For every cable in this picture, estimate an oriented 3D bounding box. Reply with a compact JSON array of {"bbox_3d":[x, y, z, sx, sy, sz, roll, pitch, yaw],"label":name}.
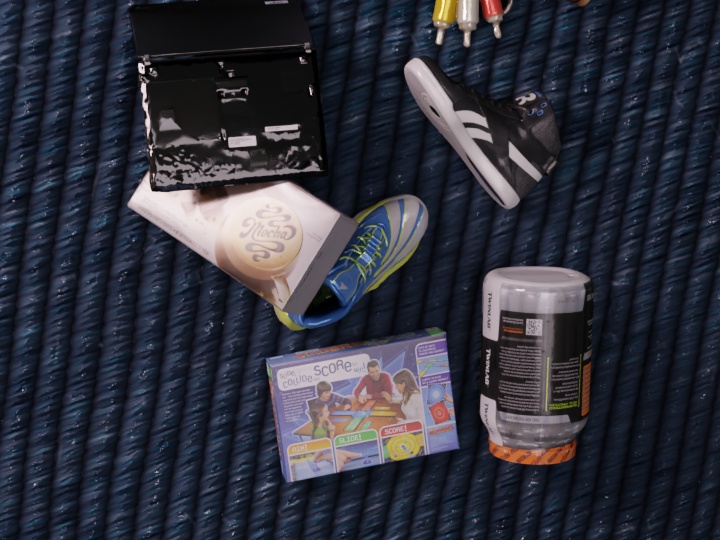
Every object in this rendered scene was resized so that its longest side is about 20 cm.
[{"bbox_3d":[0.115,-0.338,1.490,0.096,0.050,0.202,-8,103,-12],"label":"cable"}]

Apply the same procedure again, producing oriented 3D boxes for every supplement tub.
[{"bbox_3d":[0.191,0.102,1.550,0.122,0.123,0.202,-1,100,-12],"label":"supplement tub"}]

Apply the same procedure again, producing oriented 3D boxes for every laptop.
[{"bbox_3d":[-0.134,-0.181,1.416,0.176,0.103,0.202,-6,89,-11],"label":"laptop"}]

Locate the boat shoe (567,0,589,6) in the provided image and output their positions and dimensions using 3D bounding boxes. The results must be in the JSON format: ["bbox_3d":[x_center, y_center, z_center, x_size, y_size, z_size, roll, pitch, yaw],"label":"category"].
[{"bbox_3d":[0.233,-0.384,1.499,0.070,0.070,0.201,13,89,-21],"label":"boat shoe"}]

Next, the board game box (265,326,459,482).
[{"bbox_3d":[0.004,0.146,1.561,0.198,0.034,0.136,-9,101,-11],"label":"board game box"}]

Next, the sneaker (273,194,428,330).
[{"bbox_3d":[0.000,0.000,1.498,0.200,0.105,0.076,-41,107,-2],"label":"sneaker"}]

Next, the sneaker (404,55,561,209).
[{"bbox_3d":[0.139,-0.174,1.521,0.112,0.073,0.200,-42,114,-6],"label":"sneaker"}]

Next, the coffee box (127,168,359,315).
[{"bbox_3d":[-0.118,-0.057,1.430,0.199,0.080,0.113,34,93,14],"label":"coffee box"}]
